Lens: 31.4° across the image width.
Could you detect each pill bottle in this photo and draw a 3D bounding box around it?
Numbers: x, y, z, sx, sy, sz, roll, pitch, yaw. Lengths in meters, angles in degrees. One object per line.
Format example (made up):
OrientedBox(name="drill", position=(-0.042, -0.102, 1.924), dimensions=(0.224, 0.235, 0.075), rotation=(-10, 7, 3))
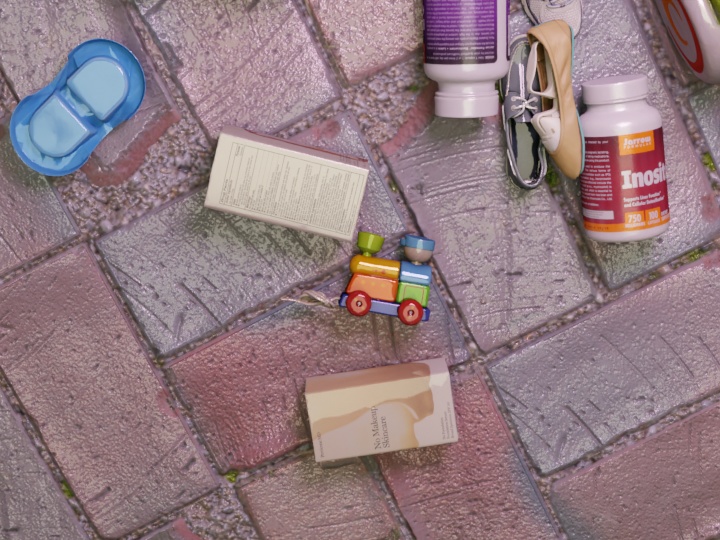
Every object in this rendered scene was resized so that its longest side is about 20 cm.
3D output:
OrientedBox(name="pill bottle", position=(0.133, -0.298, 1.615), dimensions=(0.110, 0.111, 0.203), rotation=(-2, 102, -1))
OrientedBox(name="pill bottle", position=(0.336, -0.145, 1.652), dimensions=(0.111, 0.113, 0.203), rotation=(-8, 103, 1))

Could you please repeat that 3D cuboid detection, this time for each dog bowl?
OrientedBox(name="dog bowl", position=(-0.361, -0.212, 1.656), dimensions=(0.200, 0.050, 0.112), rotation=(-43, 100, 8))

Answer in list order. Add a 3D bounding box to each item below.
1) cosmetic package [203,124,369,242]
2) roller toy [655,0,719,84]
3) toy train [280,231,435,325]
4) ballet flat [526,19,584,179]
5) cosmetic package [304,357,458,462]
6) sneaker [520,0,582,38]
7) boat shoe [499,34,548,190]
OrientedBox(name="cosmetic package", position=(-0.095, -0.114, 1.663), dimensions=(0.198, 0.087, 0.105), rotation=(15, 103, -5))
OrientedBox(name="roller toy", position=(0.452, -0.339, 1.578), dimensions=(0.139, 0.201, 0.183), rotation=(-26, 137, 5))
OrientedBox(name="toy train", position=(0.000, 0.000, 1.698), dimensions=(0.197, 0.085, 0.117), rotation=(10, 92, -3))
OrientedBox(name="ballet flat", position=(0.241, -0.214, 1.625), dimensions=(0.062, 0.069, 0.203), rotation=(-9, 97, -18))
OrientedBox(name="cosmetic package", position=(0.028, 0.189, 1.741), dimensions=(0.197, 0.071, 0.107), rotation=(-10, 103, 1))
OrientedBox(name="sneaker", position=(0.234, -0.378, 1.607), dimensions=(0.076, 0.085, 0.202), rotation=(-20, 111, 3))
OrientedBox(name="boat shoe", position=(0.219, -0.203, 1.663), dimensions=(0.072, 0.062, 0.203), rotation=(-1, 102, 0))
